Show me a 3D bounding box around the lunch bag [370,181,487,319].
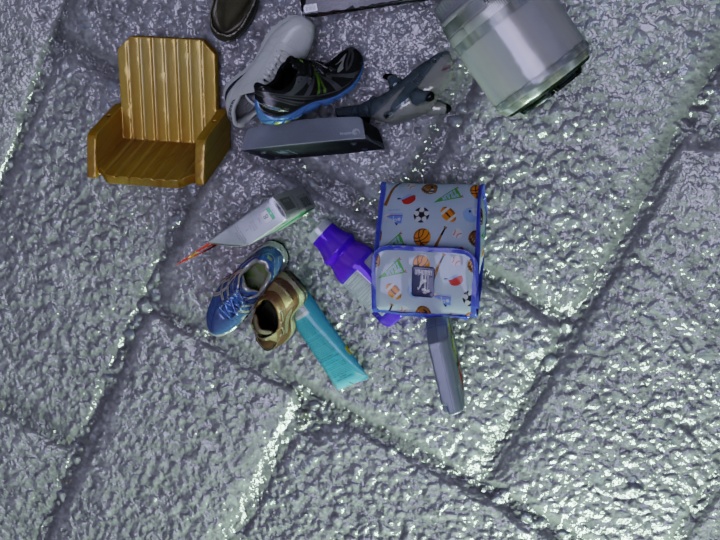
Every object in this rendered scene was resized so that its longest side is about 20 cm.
[{"bbox_3d":[0.106,-0.028,1.478,0.168,0.124,0.202,3,71,14],"label":"lunch bag"}]

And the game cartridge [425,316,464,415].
[{"bbox_3d":[0.131,0.128,1.509,0.040,0.200,0.135,-16,101,8],"label":"game cartridge"}]

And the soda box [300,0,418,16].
[{"bbox_3d":[0.009,-0.428,1.467,0.197,0.071,0.064,-4,102,12],"label":"soda box"}]

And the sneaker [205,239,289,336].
[{"bbox_3d":[-0.200,0.033,1.619,0.075,0.077,0.201,38,109,-1],"label":"sneaker"}]

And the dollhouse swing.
[{"bbox_3d":[-0.323,-0.255,1.536,0.197,0.182,0.178,6,125,11],"label":"dollhouse swing"}]

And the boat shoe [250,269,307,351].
[{"bbox_3d":[-0.147,0.074,1.575,0.076,0.074,0.201,41,146,12],"label":"boat shoe"}]

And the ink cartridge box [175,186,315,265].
[{"bbox_3d":[-0.180,-0.057,1.550,0.199,0.161,0.050,-35,91,17],"label":"ink cartridge box"}]

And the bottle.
[{"bbox_3d":[0.000,0.000,1.568,0.200,0.065,0.084,44,150,0],"label":"bottle"}]

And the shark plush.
[{"bbox_3d":[0.058,-0.272,1.519,0.198,0.090,0.084,-18,78,34],"label":"shark plush"}]

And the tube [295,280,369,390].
[{"bbox_3d":[-0.067,0.110,1.626,0.077,0.050,0.201,-26,100,46],"label":"tube"}]

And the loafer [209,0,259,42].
[{"bbox_3d":[-0.187,-0.451,1.503,0.075,0.070,0.202,26,107,4],"label":"loafer"}]

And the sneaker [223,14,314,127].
[{"bbox_3d":[-0.137,-0.306,1.512,0.076,0.081,0.200,31,116,-26],"label":"sneaker"}]

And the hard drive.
[{"bbox_3d":[-0.073,-0.204,1.509,0.197,0.135,0.043,-3,88,16],"label":"hard drive"}]

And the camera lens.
[{"bbox_3d":[0.220,-0.337,1.399,0.159,0.160,0.201,-35,94,17],"label":"camera lens"}]

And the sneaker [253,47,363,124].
[{"bbox_3d":[-0.076,-0.292,1.472,0.198,0.071,0.083,-31,123,-23],"label":"sneaker"}]
